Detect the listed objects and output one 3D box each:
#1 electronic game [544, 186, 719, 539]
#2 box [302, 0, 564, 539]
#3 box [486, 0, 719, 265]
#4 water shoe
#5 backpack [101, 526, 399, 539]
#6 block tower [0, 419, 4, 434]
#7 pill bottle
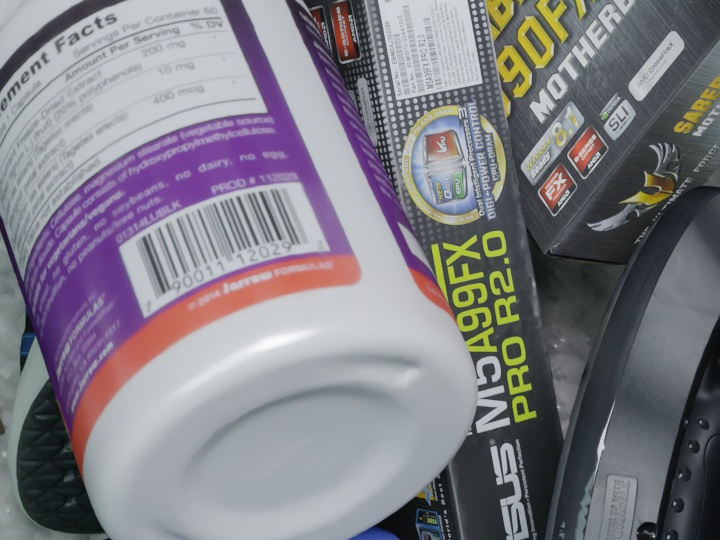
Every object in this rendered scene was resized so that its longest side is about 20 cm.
[{"bbox_3d":[0.096,0.073,0.714,0.041,0.200,0.201,10,100,22],"label":"electronic game"},{"bbox_3d":[0.000,0.000,0.761,0.044,0.160,0.201,-12,95,-26],"label":"box"},{"bbox_3d":[0.090,-0.127,0.711,0.200,0.048,0.159,-52,53,29],"label":"box"},{"bbox_3d":[-0.086,0.007,0.831,0.071,0.079,0.201,6,125,-11],"label":"water shoe"},{"bbox_3d":[-0.050,0.165,0.726,0.200,0.162,0.169,-15,78,57],"label":"backpack"},{"bbox_3d":[-0.242,0.071,0.888,0.199,0.054,0.058,-20,91,17],"label":"block tower"},{"bbox_3d":[-0.051,-0.023,0.668,0.111,0.111,0.201,-36,53,17],"label":"pill bottle"}]
